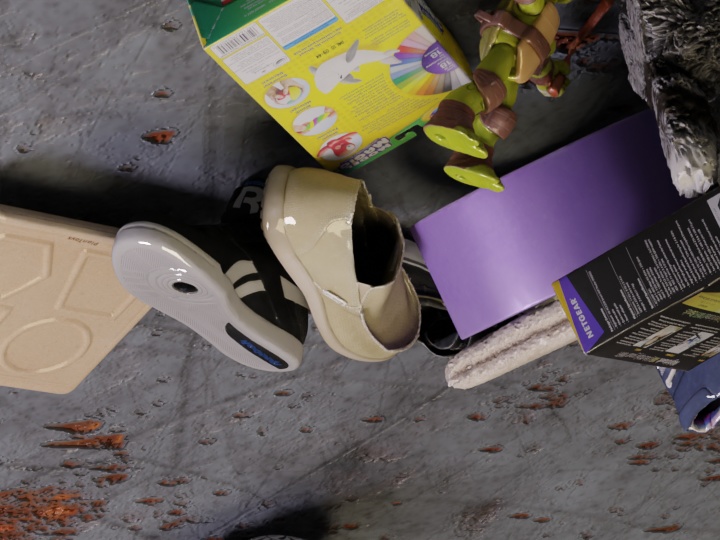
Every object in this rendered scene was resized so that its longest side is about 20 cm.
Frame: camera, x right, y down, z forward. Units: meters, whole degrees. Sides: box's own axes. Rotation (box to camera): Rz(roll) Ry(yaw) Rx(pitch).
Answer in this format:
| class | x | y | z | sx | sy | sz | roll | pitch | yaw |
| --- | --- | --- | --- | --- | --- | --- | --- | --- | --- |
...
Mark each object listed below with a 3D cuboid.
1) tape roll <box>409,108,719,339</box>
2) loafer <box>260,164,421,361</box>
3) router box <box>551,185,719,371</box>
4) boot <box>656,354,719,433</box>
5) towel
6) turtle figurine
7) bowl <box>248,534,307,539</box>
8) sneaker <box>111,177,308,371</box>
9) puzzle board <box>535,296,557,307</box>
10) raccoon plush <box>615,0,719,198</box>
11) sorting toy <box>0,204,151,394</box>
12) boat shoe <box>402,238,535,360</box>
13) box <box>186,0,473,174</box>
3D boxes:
| class | x | y | z | sx | sy | sz | roll | pitch | yaw |
| --- | --- | --- | --- | --- | --- | --- | --- | --- | --- |
| tape roll | 0.139 | -0.033 | 1.750 | 0.200 | 0.085 | 0.200 | -26 | 178 | -1 |
| loafer | 0.000 | 0.000 | 1.734 | 0.068 | 0.076 | 0.200 | 0 | 152 | 27 |
| router box | 0.228 | 0.000 | 1.641 | 0.157 | 0.052 | 0.200 | -31 | 163 | 19 |
| boot | 0.298 | 0.038 | 2.019 | 0.073 | 0.090 | 0.200 | 2 | 142 | -31 |
| towel | 0.158 | 0.027 | 1.839 | 0.132 | 0.035 | 0.200 | -21 | 174 | -42 |
| turtle figurine | 0.096 | -0.140 | 1.627 | 0.161 | 0.064 | 0.200 | -61 | 168 | -16 |
| bowl | -0.103 | 0.286 | 2.146 | 0.201 | 0.094 | 0.201 | -57 | 176 | -6 |
| sneaker | -0.092 | -0.021 | 1.710 | 0.073 | 0.112 | 0.200 | 0 | 156 | 27 |
| puzzle board | 0.160 | -0.009 | 1.944 | 0.150 | 0.017 | 0.200 | -18 | 148 | -2 |
| raccoon plush | 0.236 | -0.134 | 1.621 | 0.134 | 0.200 | 0.097 | -9 | 158 | -3 |
| sorting toy | -0.227 | 0.016 | 1.762 | 0.185 | 0.037 | 0.200 | 12 | 141 | -40 |
| boat shoe | 0.063 | 0.036 | 1.907 | 0.069 | 0.057 | 0.200 | -25 | 146 | 32 |
| box | -0.009 | -0.135 | 1.635 | 0.117 | 0.048 | 0.200 | -28 | 145 | 12 |
